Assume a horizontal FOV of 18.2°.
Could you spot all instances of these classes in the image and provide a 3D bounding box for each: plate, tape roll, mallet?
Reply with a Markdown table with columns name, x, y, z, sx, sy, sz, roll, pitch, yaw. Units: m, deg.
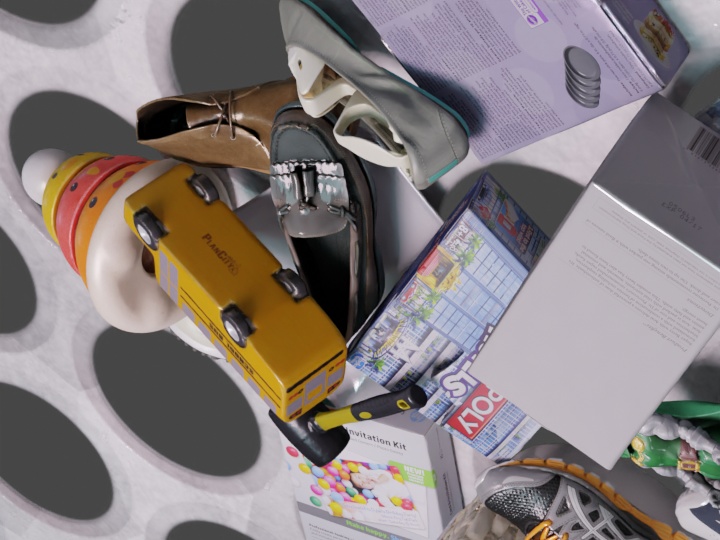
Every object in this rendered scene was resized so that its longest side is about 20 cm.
| name | x | y | z | sx | sy | sz | roll | pitch | yaw |
| --- | --- | --- | --- | --- | --- | --- | --- | --- | --- |
| plate | 0.000 | 0.000 | 1.729 | 0.199 | 0.032 | 0.200 | -32 | 106 | 36 |
| tape roll | 0.193 | 0.226 | 1.830 | 0.202 | 0.037 | 0.204 | 23 | 141 | 20 |
| mallet | 0.001 | 0.118 | 1.735 | 0.066 | 0.041 | 0.199 | 51 | 151 | -19 |

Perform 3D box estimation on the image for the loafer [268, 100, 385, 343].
| name | x | y | z | sx | sy | sz | roll | pitch | yaw |
| --- | --- | --- | --- | --- | --- | --- | --- | --- | --- |
| loafer | -0.024 | -0.030 | 1.640 | 0.071 | 0.063 | 0.201 | 1 | 133 | 21 |

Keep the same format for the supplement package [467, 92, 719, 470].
| name | x | y | z | sx | sy | sz | roll | pitch | yaw |
| --- | --- | --- | --- | --- | --- | --- | --- | --- | --- |
| supplement package | 0.179 | 0.009 | 1.482 | 0.121 | 0.120 | 0.200 | 34 | 133 | 4 |

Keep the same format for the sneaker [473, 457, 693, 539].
| name | x | y | z | sx | sy | sz | roll | pitch | yaw |
| --- | --- | --- | --- | --- | --- | --- | --- | --- | --- |
| sneaker | 0.174 | 0.210 | 1.711 | 0.199 | 0.078 | 0.078 | 28 | 147 | -4 |

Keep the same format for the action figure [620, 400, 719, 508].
| name | x | y | z | sx | sy | sz | roll | pitch | yaw |
| --- | --- | --- | --- | --- | --- | --- | --- | --- | --- |
| action figure | 0.261 | 0.132 | 1.612 | 0.198 | 0.055 | 0.119 | 8 | 144 | 14 |

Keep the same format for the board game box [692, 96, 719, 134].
| name | x | y | z | sx | sy | sz | roll | pitch | yaw |
| --- | --- | --- | --- | --- | --- | --- | --- | --- | --- |
| board game box | 0.305 | -0.041 | 1.470 | 0.200 | 0.026 | 0.200 | 43 | 143 | -6 |

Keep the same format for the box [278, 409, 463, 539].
| name | x | y | z | sx | sy | sz | roll | pitch | yaw |
| --- | --- | --- | --- | --- | --- | --- | --- | --- | --- |
| box | 0.011 | 0.180 | 1.930 | 0.155 | 0.041 | 0.201 | 15 | 136 | 27 |

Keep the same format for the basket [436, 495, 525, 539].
| name | x | y | z | sx | sy | sz | roll | pitch | yaw |
| --- | --- | --- | --- | --- | --- | --- | --- | --- | --- |
| basket | 0.103 | 0.270 | 1.763 | 0.135 | 0.200 | 0.124 | 35 | 136 | 3 |

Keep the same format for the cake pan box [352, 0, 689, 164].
| name | x | y | z | sx | sy | sz | roll | pitch | yaw |
| --- | --- | --- | --- | --- | --- | --- | --- | --- | --- |
| cake pan box | 0.091 | -0.179 | 1.485 | 0.200 | 0.052 | 0.184 | 49 | 140 | -15 |

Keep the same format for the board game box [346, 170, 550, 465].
| name | x | y | z | sx | sy | sz | roll | pitch | yaw |
| --- | --- | --- | --- | --- | --- | --- | --- | --- | --- |
| board game box | 0.114 | 0.062 | 1.667 | 0.199 | 0.062 | 0.200 | 35 | 125 | -4 |

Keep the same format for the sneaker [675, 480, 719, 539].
| name | x | y | z | sx | sy | sz | roll | pitch | yaw |
| --- | --- | --- | --- | --- | --- | --- | --- | --- | --- |
| sneaker | 0.313 | 0.240 | 1.658 | 0.198 | 0.130 | 0.080 | 17 | 161 | 19 |

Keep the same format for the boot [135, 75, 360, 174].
| name | x | y | z | sx | sy | sz | roll | pitch | yaw |
| --- | --- | --- | --- | --- | --- | --- | --- | --- | --- |
| boot | -0.087 | -0.108 | 1.668 | 0.199 | 0.075 | 0.074 | -5 | 82 | 41 |

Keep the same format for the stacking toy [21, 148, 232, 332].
| name | x | y | z | sx | sy | sz | roll | pitch | yaw |
| --- | --- | --- | --- | --- | --- | --- | --- | --- | --- |
| stacking toy | -0.214 | -0.048 | 1.830 | 0.199 | 0.146 | 0.147 | 27 | 144 | 39 |

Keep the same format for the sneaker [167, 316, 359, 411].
| name | x | y | z | sx | sy | sz | roll | pitch | yaw |
| --- | --- | --- | --- | --- | --- | --- | --- | --- | --- |
| sneaker | -0.072 | 0.038 | 1.842 | 0.199 | 0.070 | 0.094 | 29 | 126 | 12 |

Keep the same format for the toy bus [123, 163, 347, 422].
| name | x | y | z | sx | sy | sz | roll | pitch | yaw |
| --- | --- | --- | --- | --- | --- | --- | --- | --- | --- |
| toy bus | -0.095 | 0.014 | 1.681 | 0.200 | 0.065 | 0.078 | 46 | 157 | 22 |

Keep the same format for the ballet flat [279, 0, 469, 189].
| name | x | y | z | sx | sy | sz | roll | pitch | yaw |
| --- | --- | --- | --- | --- | --- | --- | --- | --- | --- |
| ballet flat | -0.008 | -0.124 | 1.560 | 0.200 | 0.064 | 0.068 | 40 | 167 | 32 |
